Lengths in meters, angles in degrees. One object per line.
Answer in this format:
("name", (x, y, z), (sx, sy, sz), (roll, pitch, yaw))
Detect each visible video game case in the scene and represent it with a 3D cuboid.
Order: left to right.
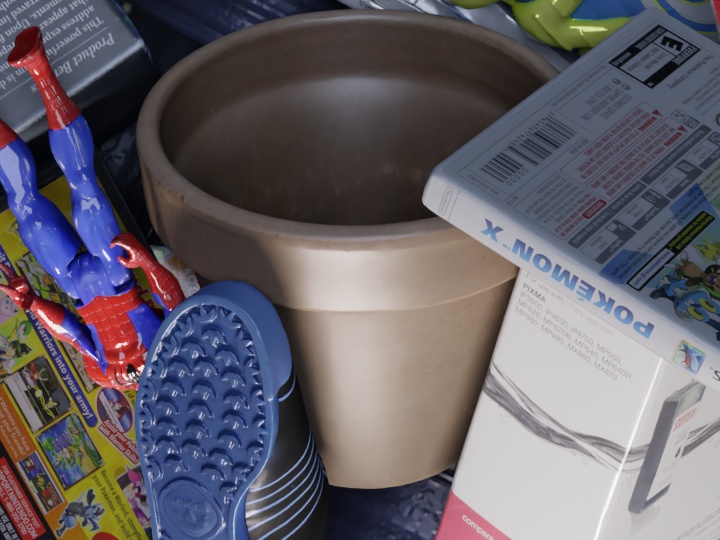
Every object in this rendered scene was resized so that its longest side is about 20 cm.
("video game case", (-0.151, 0.072, 1.086), (0.181, 0.025, 0.200), (-33, 107, -21))
("video game case", (0.150, -0.027, 0.999), (0.182, 0.200, 0.022), (33, 129, 16))

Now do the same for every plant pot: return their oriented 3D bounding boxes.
("plant pot", (0.000, 0.000, 1.106), (0.200, 0.200, 0.175), (-1, 125, -1))

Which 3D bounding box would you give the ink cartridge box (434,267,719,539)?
("ink cartridge box", (0.126, 0.050, 1.076), (0.085, 0.146, 0.200), (34, 129, 28))

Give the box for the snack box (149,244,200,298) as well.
("snack box", (-0.167, 0.053, 1.170), (0.200, 0.053, 0.142), (5, 88, 0))

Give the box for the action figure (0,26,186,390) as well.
("action figure", (-0.119, -0.005, 1.042), (0.065, 0.052, 0.200), (-20, 116, 15))

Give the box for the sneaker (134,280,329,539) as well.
("sneaker", (-0.051, 0.081, 1.058), (0.070, 0.078, 0.200), (18, 125, 20))

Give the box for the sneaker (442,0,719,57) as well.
("sneaker", (0.121, -0.151, 1.129), (0.200, 0.105, 0.076), (13, 41, -32))

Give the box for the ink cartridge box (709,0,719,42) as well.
("ink cartridge box", (0.272, -0.077, 1.133), (0.200, 0.045, 0.176), (-21, 107, -21))

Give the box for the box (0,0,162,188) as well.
("box", (-0.192, -0.145, 1.129), (0.107, 0.148, 0.200), (-34, 87, -2))

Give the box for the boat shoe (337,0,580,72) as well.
("boat shoe", (0.028, -0.137, 1.185), (0.200, 0.074, 0.065), (36, 117, -3))
